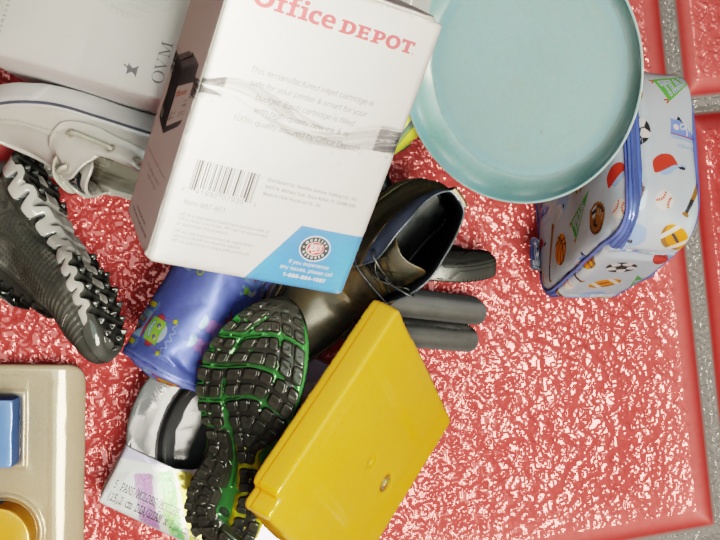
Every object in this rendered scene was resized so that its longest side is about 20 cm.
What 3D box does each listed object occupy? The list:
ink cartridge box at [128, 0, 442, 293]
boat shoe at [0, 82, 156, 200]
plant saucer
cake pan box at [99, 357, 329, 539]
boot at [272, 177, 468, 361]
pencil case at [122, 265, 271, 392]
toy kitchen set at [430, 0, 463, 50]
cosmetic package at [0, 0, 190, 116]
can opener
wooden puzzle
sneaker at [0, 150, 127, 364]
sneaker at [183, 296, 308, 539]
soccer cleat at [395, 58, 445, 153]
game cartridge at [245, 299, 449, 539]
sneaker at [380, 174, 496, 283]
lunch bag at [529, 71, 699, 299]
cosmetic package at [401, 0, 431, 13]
[{"bbox_3d":[-0.055,-0.100,0.688,0.144,0.084,0.201,11,111,-27],"label":"ink cartridge box"},{"bbox_3d":[-0.205,-0.087,0.792,0.199,0.072,0.066,16,62,-2],"label":"boat shoe"},{"bbox_3d":[0.121,-0.152,0.778,0.027,0.200,0.201,-24,96,-51],"label":"plant saucer"},{"bbox_3d":[-0.095,0.145,0.864,0.199,0.052,0.185,29,83,-9],"label":"cake pan box"},{"bbox_3d":[0.000,0.000,0.792,0.075,0.097,0.200,45,80,-12],"label":"boot"},{"bbox_3d":[-0.102,0.001,0.802,0.078,0.087,0.201,26,81,34],"label":"pencil case"},{"bbox_3d":[0.080,-0.294,0.863,0.199,0.181,0.164,14,122,5],"label":"toy kitchen set"},{"bbox_3d":[-0.159,-0.224,0.787,0.199,0.123,0.200,16,87,10],"label":"cosmetic package"},{"bbox_3d":[0.008,0.030,0.883,0.199,0.067,0.054,7,108,-23],"label":"can opener"},{"bbox_3d":[-0.324,0.168,0.823,0.199,0.046,0.186,1,90,-11],"label":"wooden puzzle"},{"bbox_3d":[-0.252,0.004,0.803,0.090,0.066,0.200,-36,66,3],"label":"sneaker"},{"bbox_3d":[-0.083,0.109,0.784,0.078,0.085,0.201,20,109,9],"label":"sneaker"},{"bbox_3d":[0.049,-0.147,0.867,0.199,0.084,0.065,-18,49,-15],"label":"soccer cleat"},{"bbox_3d":[-0.003,0.142,0.800,0.032,0.200,0.177,23,67,30],"label":"game cartridge"},{"bbox_3d":[0.020,-0.045,0.878,0.199,0.060,0.105,1,94,-6],"label":"sneaker"},{"bbox_3d":[0.199,-0.068,0.843,0.075,0.200,0.161,4,72,-12],"label":"lunch bag"},{"bbox_3d":[0.001,-0.240,0.750,0.112,0.081,0.201,14,114,11],"label":"cosmetic package"}]
